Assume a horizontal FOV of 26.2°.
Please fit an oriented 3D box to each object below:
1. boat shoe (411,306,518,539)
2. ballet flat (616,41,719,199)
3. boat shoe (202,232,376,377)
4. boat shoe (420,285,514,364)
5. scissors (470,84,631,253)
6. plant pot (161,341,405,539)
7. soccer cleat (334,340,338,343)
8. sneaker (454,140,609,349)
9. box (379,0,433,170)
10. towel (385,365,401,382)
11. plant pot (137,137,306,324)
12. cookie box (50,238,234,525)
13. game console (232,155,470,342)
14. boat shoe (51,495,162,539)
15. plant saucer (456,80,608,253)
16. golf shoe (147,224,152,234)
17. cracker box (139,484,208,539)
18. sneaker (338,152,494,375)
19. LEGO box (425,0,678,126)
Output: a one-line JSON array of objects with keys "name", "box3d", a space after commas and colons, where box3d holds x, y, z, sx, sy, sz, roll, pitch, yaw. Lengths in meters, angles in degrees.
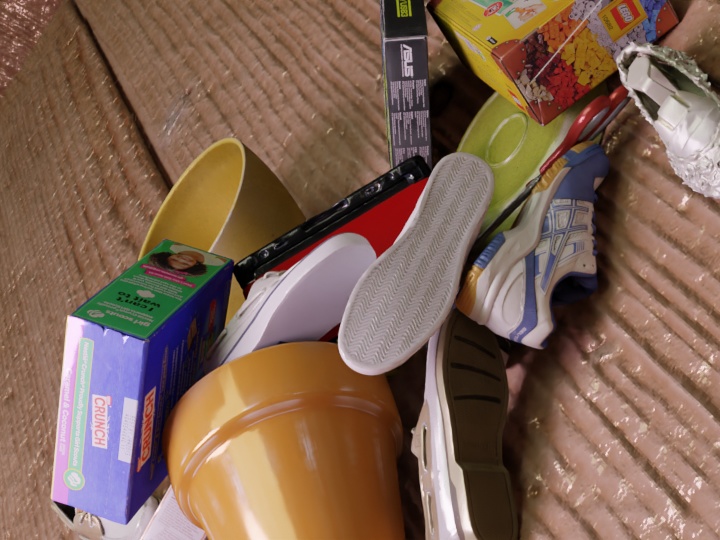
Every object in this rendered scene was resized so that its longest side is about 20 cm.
[{"name": "boat shoe", "box3d": [0.071, 0.126, 1.188, 0.068, 0.074, 0.202, -31, 51, 44]}, {"name": "ballet flat", "box3d": [0.242, -0.119, 1.180, 0.072, 0.071, 0.200, -51, 28, 17]}, {"name": "boat shoe", "box3d": [-0.064, 0.034, 1.266, 0.200, 0.072, 0.066, -53, 44, 27]}, {"name": "boat shoe", "box3d": [0.065, 0.035, 1.323, 0.199, 0.074, 0.061, 12, 73, 59]}, {"name": "scissors", "box3d": [0.156, -0.079, 1.295, 0.200, 0.014, 0.073, -52, -14, 29]}, {"name": "plant pot", "box3d": [-0.045, 0.191, 1.246, 0.200, 0.199, 0.184, -45, 45, 26]}, {"name": "soccer cleat", "box3d": [-0.017, 0.032, 1.503, 0.201, 0.064, 0.084, -99, 17, -47]}, {"name": "sneaker", "box3d": [0.157, -0.017, 1.232, 0.200, 0.088, 0.075, -51, -11, -29]}, {"name": "box", "box3d": [0.043, -0.194, 1.495, 0.194, 0.047, 0.201, -96, 1, -49]}, {"name": "towel", "box3d": [-0.037, 0.132, 1.355, 0.201, 0.086, 0.018, -55, 52, 33]}, {"name": "plant pot", "box3d": [-0.126, -0.018, 1.633, 0.200, 0.141, 0.201, -42, 31, 32]}, {"name": "cookie box", "box3d": [-0.183, 0.089, 1.315, 0.200, 0.074, 0.173, -51, -26, -66]}, {"name": "game console", "box3d": [0.000, 0.000, 1.385, 0.199, 0.119, 0.172, -30, -13, 5]}, {"name": "boat shoe", "box3d": [-0.276, 0.265, 1.670, 0.199, 0.068, 0.075, -12, 52, 56]}, {"name": "plant saucer", "box3d": [0.140, -0.111, 1.388, 0.200, 0.031, 0.201, -41, 32, 32]}, {"name": "golf shoe", "box3d": [-0.198, -0.004, 1.802, 0.078, 0.094, 0.200, -57, 28, 1]}, {"name": "cracker box", "box3d": [-0.134, 0.206, 1.441, 0.201, 0.057, 0.134, -59, -12, -1]}, {"name": "sneaker", "box3d": [0.043, 0.015, 1.220, 0.201, 0.073, 0.116, -57, -8, -25]}, {"name": "LEGO box", "box3d": [0.163, -0.228, 1.368, 0.148, 0.077, 0.200, -37, 28, 1]}]
